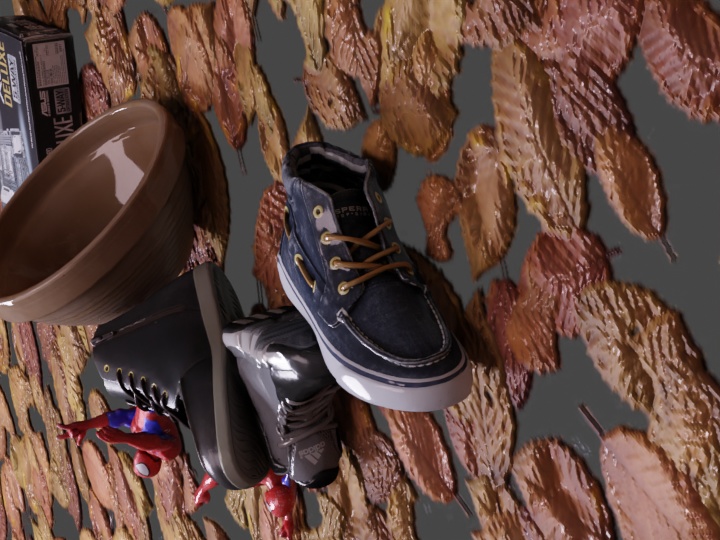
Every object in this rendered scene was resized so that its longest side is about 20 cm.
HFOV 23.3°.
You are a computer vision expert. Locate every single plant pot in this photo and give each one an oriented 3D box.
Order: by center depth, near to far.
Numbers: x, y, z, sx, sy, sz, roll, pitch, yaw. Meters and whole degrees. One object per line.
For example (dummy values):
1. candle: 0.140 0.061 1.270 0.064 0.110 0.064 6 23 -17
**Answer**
1. plant pot: -0.193 -0.027 1.326 0.093 0.201 0.201 44 172 -30

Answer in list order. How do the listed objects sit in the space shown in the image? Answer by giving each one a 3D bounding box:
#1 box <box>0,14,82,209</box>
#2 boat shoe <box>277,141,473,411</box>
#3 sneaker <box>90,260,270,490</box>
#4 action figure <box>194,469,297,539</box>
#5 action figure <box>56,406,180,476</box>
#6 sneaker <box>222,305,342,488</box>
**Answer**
1. box: -0.298 -0.127 1.606 0.158 0.050 0.201 29 127 59
2. boat shoe: 0.000 0.000 0.996 0.200 0.070 0.091 -135 36 -53
3. sneaker: -0.126 0.091 1.222 0.075 0.106 0.201 54 -166 -39
4. action figure: -0.097 0.134 1.281 0.200 0.065 0.100 47 135 50
5. action figure: -0.192 0.097 1.416 0.065 0.098 0.201 52 148 45
6. sneaker: -0.028 0.086 1.115 0.200 0.075 0.116 -172 66 -75
